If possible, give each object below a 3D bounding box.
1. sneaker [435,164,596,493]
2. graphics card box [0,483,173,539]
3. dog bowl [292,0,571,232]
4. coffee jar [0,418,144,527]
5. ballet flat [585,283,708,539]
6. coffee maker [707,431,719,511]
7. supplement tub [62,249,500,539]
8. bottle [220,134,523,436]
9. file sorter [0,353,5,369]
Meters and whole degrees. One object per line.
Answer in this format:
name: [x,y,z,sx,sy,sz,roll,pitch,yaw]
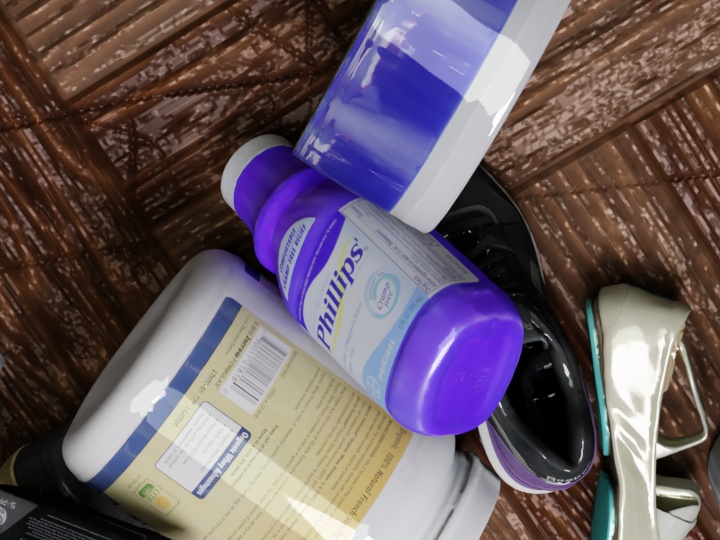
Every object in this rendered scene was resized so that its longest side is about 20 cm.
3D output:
sneaker: [0.072,0.017,1.460,0.076,0.088,0.200,-26,86,-6]
graphics card box: [-0.162,0.220,1.451,0.125,0.051,0.201,15,92,40]
dog bowl: [0.047,-0.123,1.376,0.079,0.200,0.200,29,110,-3]
coffee jar: [-0.198,0.172,1.565,0.200,0.085,0.104,-37,95,17]
ballet flat: [0.154,0.104,1.520,0.069,0.070,0.201,0,110,5]
coffee maker: [0.250,0.176,1.464,0.134,0.200,0.193,-11,106,11]
supplement tub: [-0.041,0.099,1.493,0.200,0.144,0.145,37,109,-8]
bottle: [0.000,0.000,1.437,0.065,0.200,0.084,-3,124,-40]
file sorter: [-0.319,0.061,1.517,0.200,0.125,0.139,-29,105,14]
